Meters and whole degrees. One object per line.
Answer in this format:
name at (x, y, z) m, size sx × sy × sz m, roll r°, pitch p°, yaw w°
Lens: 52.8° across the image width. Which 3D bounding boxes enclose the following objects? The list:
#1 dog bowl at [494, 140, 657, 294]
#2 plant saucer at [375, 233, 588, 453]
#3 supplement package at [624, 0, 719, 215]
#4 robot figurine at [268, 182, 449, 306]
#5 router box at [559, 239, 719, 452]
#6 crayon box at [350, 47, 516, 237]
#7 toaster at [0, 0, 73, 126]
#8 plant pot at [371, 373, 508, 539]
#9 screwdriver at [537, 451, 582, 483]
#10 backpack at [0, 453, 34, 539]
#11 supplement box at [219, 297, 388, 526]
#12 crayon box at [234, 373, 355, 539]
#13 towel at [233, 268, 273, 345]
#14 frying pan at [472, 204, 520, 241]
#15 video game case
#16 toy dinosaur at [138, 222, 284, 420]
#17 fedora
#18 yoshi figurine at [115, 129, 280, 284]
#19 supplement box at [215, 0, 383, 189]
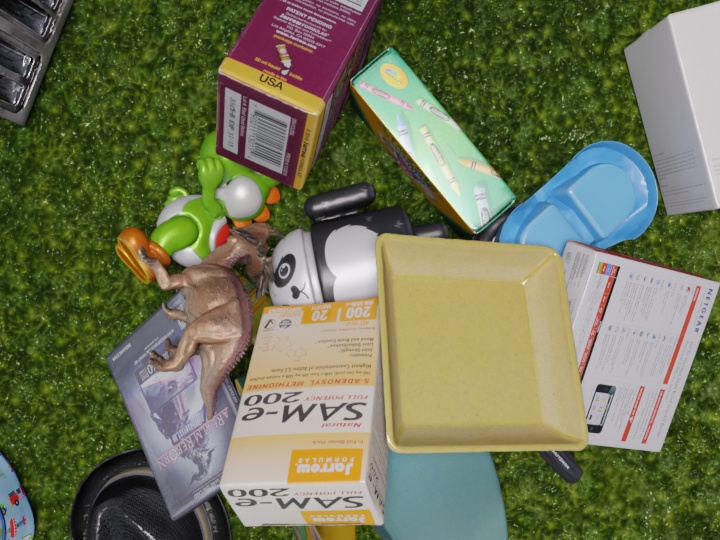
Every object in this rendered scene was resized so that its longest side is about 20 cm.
dog bowl at (0.227, -0.052, 0.787) m, size 0.200 × 0.050 × 0.112 m, roll -41°, pitch 96°, yaw -8°
plant saucer at (0.106, 0.072, 0.688) m, size 0.198 × 0.048 × 0.202 m, roll 3°, pitch 69°, yaw -16°
supplement package at (0.383, -0.173, 0.775) m, size 0.119 × 0.121 × 0.201 m, roll -15°, pitch 92°, yaw 0°
robot figurine at (0.000, 0.001, 0.774) m, size 0.198 × 0.125 × 0.151 m, roll -12°, pitch 51°, yaw 0°
router box at (0.270, 0.086, 0.769) m, size 0.178 × 0.049 × 0.201 m, roll 12°, pitch 100°, yaw -25°
crayon box at (0.073, -0.130, 0.776) m, size 0.058 × 0.119 × 0.200 m, roll -40°, pitch 91°, yaw 1°
toaster at (-0.395, -0.262, 0.734) m, size 0.118 × 0.200 × 0.182 m, roll 21°, pitch 90°, yaw 4°
plant pot at (0.059, 0.220, 0.761) m, size 0.141 × 0.141 × 0.201 m, roll -30°, pitch 99°, yaw -17°
screwdriver at (0.184, 0.162, 0.825) m, size 0.029 × 0.028 × 0.200 m, roll -36°, pitch 95°, yaw 29°
backpack at (-0.470, 0.287, 0.777) m, size 0.199 × 0.135 × 0.184 m, roll -23°, pitch 92°, yaw -2°
supplement box at (-0.039, 0.122, 0.657) m, size 0.125 × 0.201 × 0.074 m, roll -6°, pitch 133°, yaw 12°
crayon box at (-0.059, 0.207, 0.728) m, size 0.051 × 0.126 × 0.200 m, roll -21°, pitch 48°, yaw -19°
towel at (-0.100, 0.068, 0.799) m, size 0.200 × 0.086 × 0.018 m, roll 39°, pitch 116°, yaw -1°
frying pan at (0.220, -0.013, 0.826) m, size 0.188 × 0.031 × 0.116 m, roll 7°, pitch 92°, yaw 3°
video game case at (-0.192, 0.143, 0.773) m, size 0.143 × 0.019 × 0.201 m, roll -37°, pitch 70°, yaw 26°
toy dinosaur at (-0.133, 0.035, 0.705) m, size 0.134 × 0.086 × 0.201 m, roll -10°, pitch 70°, yaw -1°
fedora at (-0.239, 0.303, 0.795) m, size 0.199 × 0.092 × 0.202 m, roll 0°, pitch 91°, yaw -1°
yoshi figurine at (-0.176, -0.081, 0.779) m, size 0.200 × 0.112 × 0.112 m, roll -40°, pitch 57°, yaw -21°
supplement box at (-0.059, -0.207, 0.730) m, size 0.103 × 0.131 × 0.201 m, roll 23°, pitch 61°, yaw 0°
